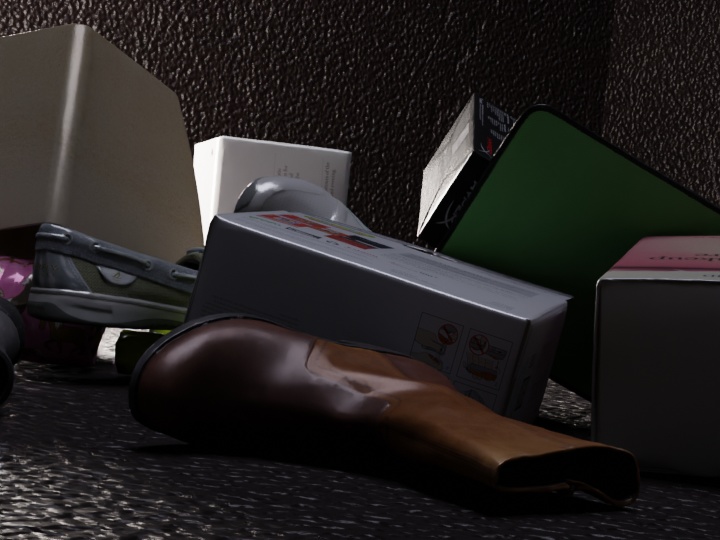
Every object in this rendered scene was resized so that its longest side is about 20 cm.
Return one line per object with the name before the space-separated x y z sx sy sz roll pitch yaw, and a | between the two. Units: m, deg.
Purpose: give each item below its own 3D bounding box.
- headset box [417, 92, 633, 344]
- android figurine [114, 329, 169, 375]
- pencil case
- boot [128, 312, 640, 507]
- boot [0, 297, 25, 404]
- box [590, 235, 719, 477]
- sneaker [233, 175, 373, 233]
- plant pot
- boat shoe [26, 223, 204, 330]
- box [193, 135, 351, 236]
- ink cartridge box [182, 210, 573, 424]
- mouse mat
headset box | 0.143 -0.026 1.256 0.199 0.078 0.149 32 20 -9
android figurine | -0.061 0.062 1.235 0.198 0.042 0.182 5 1 14
pencil case | -0.270 0.019 1.249 0.198 0.087 0.083 6 -34 1
boot | 0.007 0.081 0.878 0.187 0.069 0.199 14 4 -37
boot | -0.286 0.034 0.999 0.198 0.071 0.132 2 7 -4
box | 0.214 0.045 1.066 0.127 0.110 0.200 2 8 16
sneaker | 0.000 0.000 1.236 0.200 0.071 0.080 37 -10 -28
plant pot | -0.236 -0.073 1.371 0.198 0.179 0.200 -5 -22 29
boat shoe | -0.129 0.006 1.211 0.200 0.066 0.074 3 0 -36
box | -0.120 -0.056 2.230 0.170 0.201 0.200 5 0 -15
ink cartridge box | 0.018 0.031 1.099 0.198 0.085 0.175 18 8 15
mouse mat | 0.154 0.001 1.181 0.199 0.162 0.008 30 20 -8
